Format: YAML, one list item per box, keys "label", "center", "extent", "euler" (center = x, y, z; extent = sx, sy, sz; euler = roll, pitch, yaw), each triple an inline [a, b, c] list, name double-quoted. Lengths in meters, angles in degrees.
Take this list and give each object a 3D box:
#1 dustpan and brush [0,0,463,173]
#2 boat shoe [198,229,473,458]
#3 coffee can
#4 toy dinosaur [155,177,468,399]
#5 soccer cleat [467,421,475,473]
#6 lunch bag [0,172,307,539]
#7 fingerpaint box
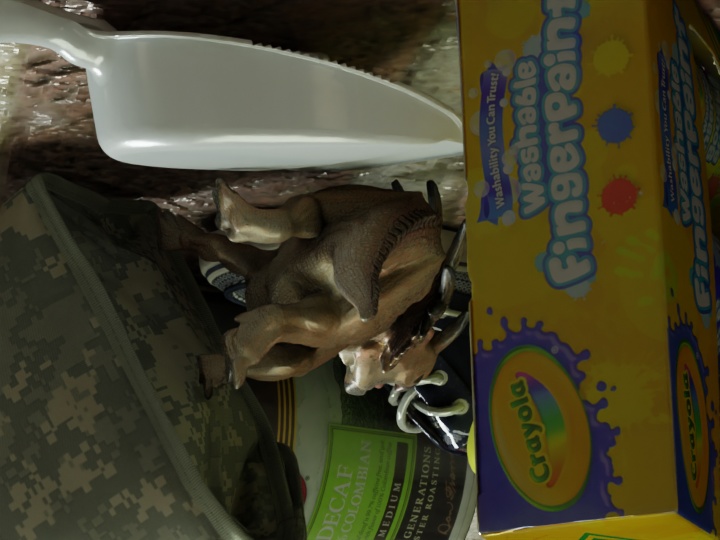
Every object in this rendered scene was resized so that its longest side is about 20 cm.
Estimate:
- label: "dustpan and brush"
  center: [-0.073, -0.070, 0.996]
  extent: [0.199, 0.058, 0.139]
  euler: [1, 177, -31]
- label: "boat shoe"
  center: [0.022, 0.033, 1.260]
  extent: [0.199, 0.093, 0.075]
  euler: [6, 163, -23]
- label: "coffee can"
  center: [-0.062, 0.081, 1.331]
  extent: [0.199, 0.147, 0.146]
  euler: [9, 161, -33]
- label: "toy dinosaur"
  center: [0.000, 0.000, 1.118]
  extent: [0.135, 0.086, 0.200]
  euler: [-7, 172, -17]
- label: "soccer cleat"
  center: [0.099, 0.016, 1.184]
  extent: [0.083, 0.065, 0.200]
  euler: [28, 126, -23]
- label: "lunch bag"
  center: [-0.124, 0.088, 1.159]
  extent: [0.164, 0.201, 0.117]
  euler: [-35, 159, 18]
- label: "fingerpaint box"
  center: [0.096, 0.005, 0.976]
  extent: [0.073, 0.201, 0.167]
  euler: [-8, 162, 21]
